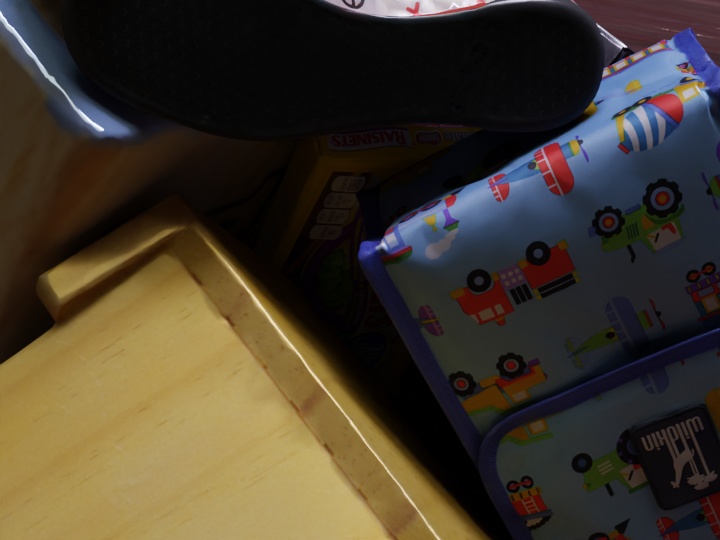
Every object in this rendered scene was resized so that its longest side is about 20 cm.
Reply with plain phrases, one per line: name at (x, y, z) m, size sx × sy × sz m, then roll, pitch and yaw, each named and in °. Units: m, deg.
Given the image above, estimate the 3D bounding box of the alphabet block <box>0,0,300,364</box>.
alphabet block at (-0.136, -0.071, 0.850) m, size 0.196 × 0.201 × 0.196 m, roll -20°, pitch 62°, yaw -48°

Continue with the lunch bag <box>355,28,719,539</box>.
lunch bag at (0.107, 0.034, 0.773) m, size 0.149 × 0.201 × 0.094 m, roll -26°, pitch 16°, yaw 8°

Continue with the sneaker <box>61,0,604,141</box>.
sneaker at (-0.014, -0.091, 0.756) m, size 0.199 × 0.068 × 0.108 m, roll 3°, pitch 14°, yaw -8°

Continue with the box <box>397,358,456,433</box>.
box at (0.124, 0.043, 0.904) m, size 0.161 × 0.049 × 0.200 m, roll 40°, pitch 34°, yaw 4°

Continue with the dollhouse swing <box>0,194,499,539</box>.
dollhouse swing at (-0.061, 0.111, 0.746) m, size 0.200 × 0.176 × 0.182 m, roll 50°, pitch 4°, yaw 26°

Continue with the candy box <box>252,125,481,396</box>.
candy box at (0.000, 0.000, 0.879) m, size 0.101 × 0.201 × 0.027 m, roll -4°, pitch 58°, yaw -21°

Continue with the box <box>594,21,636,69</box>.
box at (0.095, -0.094, 0.915) m, size 0.158 × 0.048 × 0.200 m, roll 45°, pitch 10°, yaw 33°
